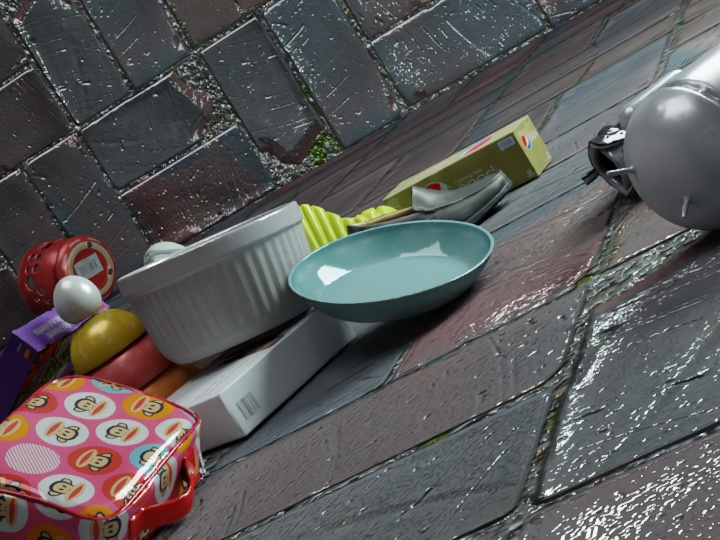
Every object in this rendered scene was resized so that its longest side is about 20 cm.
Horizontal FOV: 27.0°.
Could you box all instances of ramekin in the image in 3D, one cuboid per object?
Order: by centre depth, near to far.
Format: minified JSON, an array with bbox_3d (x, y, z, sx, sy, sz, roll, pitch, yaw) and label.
[{"bbox_3d":[-0.136,0.016,1.526,0.200,0.105,0.200,-23,4,2],"label":"ramekin"}]

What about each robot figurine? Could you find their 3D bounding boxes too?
[{"bbox_3d":[0.273,-0.104,1.103,0.200,0.113,0.170,-35,38,-26],"label":"robot figurine"}]

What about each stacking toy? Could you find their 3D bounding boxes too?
[{"bbox_3d":[-0.252,0.089,1.571,0.146,0.200,0.146,-31,9,5],"label":"stacking toy"}]

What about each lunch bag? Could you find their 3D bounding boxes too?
[{"bbox_3d":[-0.218,0.169,1.246,0.176,0.082,0.200,13,26,17],"label":"lunch bag"}]

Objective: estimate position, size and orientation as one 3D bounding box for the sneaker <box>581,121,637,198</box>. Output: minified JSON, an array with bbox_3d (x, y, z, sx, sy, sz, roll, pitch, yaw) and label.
[{"bbox_3d":[0.278,-0.123,1.343,0.114,0.076,0.200,-37,4,-30],"label":"sneaker"}]

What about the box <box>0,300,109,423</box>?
[{"bbox_3d":[-0.360,0.125,1.643,0.200,0.039,0.137,-59,-10,30],"label":"box"}]

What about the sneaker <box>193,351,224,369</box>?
[{"bbox_3d":[-0.171,0.088,1.713,0.079,0.078,0.200,-33,11,-34],"label":"sneaker"}]

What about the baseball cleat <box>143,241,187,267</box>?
[{"bbox_3d":[-0.154,0.032,1.707,0.106,0.200,0.070,-120,52,-70],"label":"baseball cleat"}]

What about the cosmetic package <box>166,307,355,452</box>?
[{"bbox_3d":[-0.117,0.112,1.475,0.151,0.052,0.200,-27,9,41],"label":"cosmetic package"}]

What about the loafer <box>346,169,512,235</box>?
[{"bbox_3d":[0.078,-0.066,1.718,0.200,0.072,0.073,-31,8,0],"label":"loafer"}]

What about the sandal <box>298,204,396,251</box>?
[{"bbox_3d":[-0.037,-0.029,1.795,0.200,0.080,0.087,3,-28,-38],"label":"sandal"}]

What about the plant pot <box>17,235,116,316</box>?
[{"bbox_3d":[-0.717,0.016,3.716,0.182,0.201,0.200,-11,21,43],"label":"plant pot"}]

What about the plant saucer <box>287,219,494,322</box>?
[{"bbox_3d":[0.032,0.004,1.435,0.200,0.036,0.200,-11,20,4],"label":"plant saucer"}]

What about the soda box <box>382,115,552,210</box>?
[{"bbox_3d":[0.129,-0.110,1.829,0.200,0.064,0.068,-26,10,30],"label":"soda box"}]
